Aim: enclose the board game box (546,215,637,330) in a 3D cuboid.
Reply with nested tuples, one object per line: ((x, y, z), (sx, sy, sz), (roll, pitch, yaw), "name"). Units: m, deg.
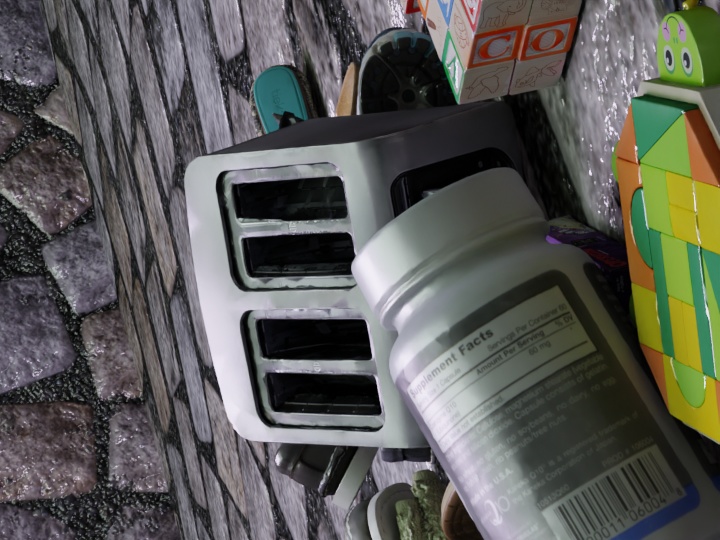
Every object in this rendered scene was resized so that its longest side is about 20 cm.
((0.131, 0.081, 1.084), (0.120, 0.032, 0.202), (-131, 31, -73), "board game box")

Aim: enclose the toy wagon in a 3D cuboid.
((0.147, -0.027, 0.880), (0.155, 0.039, 0.202), (-148, 48, -72), "toy wagon")

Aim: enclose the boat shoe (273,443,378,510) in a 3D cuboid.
((-0.002, 0.070, 1.377), (0.202, 0.060, 0.072), (-67, 0, -49), "boat shoe")

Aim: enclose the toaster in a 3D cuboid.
((0.000, 0.000, 1.201), (0.199, 0.118, 0.183), (-1, 102, 42), "toaster")

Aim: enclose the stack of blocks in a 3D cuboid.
((0.052, -0.189, 1.104), (0.116, 0.058, 0.201), (98, 156, -57), "stack of blocks")

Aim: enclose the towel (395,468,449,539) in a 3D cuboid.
((0.074, 0.234, 1.306), (0.148, 0.036, 0.202), (37, -140, -62), "towel")

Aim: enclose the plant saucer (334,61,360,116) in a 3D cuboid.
((-0.008, -0.042, 1.437), (0.200, 0.035, 0.202), (-169, 90, -85), "plant saucer")

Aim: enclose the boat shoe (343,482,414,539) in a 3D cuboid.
((0.026, 0.185, 1.369), (0.202, 0.060, 0.073), (32, -133, -67), "boat shoe")

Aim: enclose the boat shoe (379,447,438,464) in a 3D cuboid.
((0.016, 0.077, 1.495), (0.200, 0.062, 0.073), (-123, 25, -59), "boat shoe")

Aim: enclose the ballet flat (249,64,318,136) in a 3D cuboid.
((-0.043, -0.071, 1.647), (0.075, 0.067, 0.201), (57, -164, -57), "ballet flat")

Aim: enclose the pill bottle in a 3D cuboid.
((0.083, 0.060, 0.977), (0.201, 0.113, 0.114), (60, 163, 15), "pill bottle")

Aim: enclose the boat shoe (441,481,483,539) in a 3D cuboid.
((0.083, 0.123, 1.219), (0.200, 0.071, 0.073), (70, -167, -65), "boat shoe")

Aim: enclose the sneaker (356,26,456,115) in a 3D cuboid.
((0.034, -0.059, 1.313), (0.086, 0.077, 0.202), (-102, 12, -70), "sneaker")
